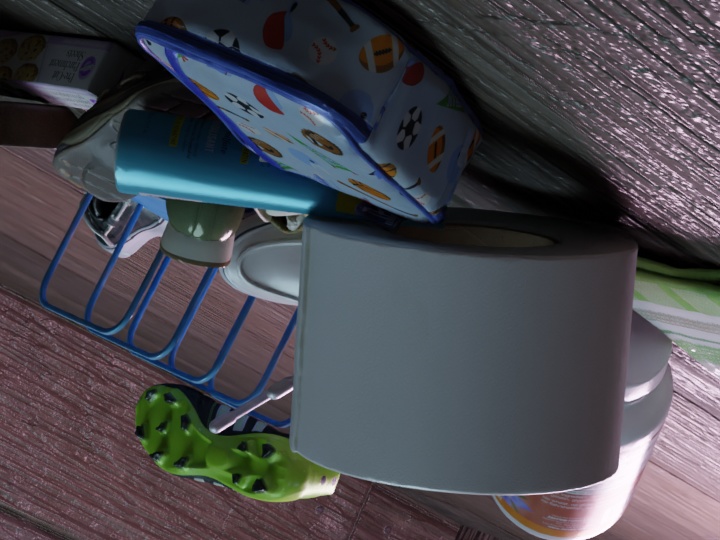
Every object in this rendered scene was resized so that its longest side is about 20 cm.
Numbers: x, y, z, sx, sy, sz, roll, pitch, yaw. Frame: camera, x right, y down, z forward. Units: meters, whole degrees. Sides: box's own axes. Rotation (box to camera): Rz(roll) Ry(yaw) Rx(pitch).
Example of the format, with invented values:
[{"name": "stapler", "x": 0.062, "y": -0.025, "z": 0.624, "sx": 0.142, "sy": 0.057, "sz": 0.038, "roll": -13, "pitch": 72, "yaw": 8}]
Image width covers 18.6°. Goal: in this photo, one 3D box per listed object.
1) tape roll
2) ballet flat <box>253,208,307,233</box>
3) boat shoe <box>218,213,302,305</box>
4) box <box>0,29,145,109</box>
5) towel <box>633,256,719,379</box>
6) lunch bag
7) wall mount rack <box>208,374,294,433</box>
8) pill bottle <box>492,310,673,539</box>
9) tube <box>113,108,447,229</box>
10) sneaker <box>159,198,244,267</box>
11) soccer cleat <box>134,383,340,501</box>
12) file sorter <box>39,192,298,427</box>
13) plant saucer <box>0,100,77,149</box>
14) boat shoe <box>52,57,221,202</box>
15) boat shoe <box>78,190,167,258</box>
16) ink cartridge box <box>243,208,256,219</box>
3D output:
[{"name": "tape roll", "x": 0.061, "y": 0.043, "z": 1.313, "sx": 0.202, "sy": 0.140, "sz": 0.203, "roll": 3, "pitch": -171, "yaw": -1}, {"name": "ballet flat", "x": -0.041, "y": -0.057, "z": 1.439, "sx": 0.071, "sy": 0.071, "sz": 0.200, "roll": 25, "pitch": 174, "yaw": -1}, {"name": "boat shoe", "x": 0.000, "y": 0.000, "z": 1.538, "sx": 0.199, "sy": 0.074, "sz": 0.065, "roll": 1, "pitch": -159, "yaw": -6}, {"name": "box", "x": -0.219, "y": -0.142, "z": 1.548, "sx": 0.039, "sy": 0.042, "sz": 0.200, "roll": 30, "pitch": 170, "yaw": -36}, {"name": "towel", "x": 0.252, "y": 0.040, "z": 1.406, "sx": 0.149, "sy": 0.031, "sz": 0.200, "roll": 12, "pitch": 163, "yaw": 45}, {"name": "lunch bag", "x": -0.028, "y": -0.096, "z": 1.195, "sx": 0.160, "sy": 0.076, "sz": 0.200, "roll": 22, "pitch": 169, "yaw": 25}, {"name": "wall mount rack", "x": -0.004, "y": 0.085, "z": 1.571, "sx": 0.173, "sy": 0.075, "sz": 0.200, "roll": 13, "pitch": 159, "yaw": -21}, {"name": "pill bottle", "x": 0.156, "y": 0.098, "z": 1.545, "sx": 0.112, "sy": 0.112, "sz": 0.200, "roll": 23, "pitch": 145, "yaw": 9}, {"name": "tube", "x": -0.045, "y": -0.059, "z": 1.315, "sx": 0.199, "sy": 0.078, "sz": 0.051, "roll": 7, "pitch": 134, "yaw": 4}, {"name": "sneaker", "x": -0.103, "y": -0.082, "z": 1.501, "sx": 0.067, "sy": 0.090, "sz": 0.200, "roll": 10, "pitch": -156, "yaw": -10}, {"name": "soccer cleat", "x": -0.100, "y": 0.139, "z": 1.716, "sx": 0.081, "sy": 0.068, "sz": 0.200, "roll": 15, "pitch": -176, "yaw": -46}, {"name": "file sorter", "x": -0.125, "y": 0.021, "z": 1.698, "sx": 0.200, "sy": 0.123, "sz": 0.139, "roll": 31, "pitch": 173, "yaw": -39}, {"name": "plant saucer", "x": -0.291, "y": -0.108, "z": 1.596, "sx": 0.199, "sy": 0.035, "sz": 0.200, "roll": 3, "pitch": -176, "yaw": 0}, {"name": "boat shoe", "x": -0.122, "y": -0.107, "z": 1.394, "sx": 0.200, "sy": 0.074, "sz": 0.074, "roll": -16, "pitch": 137, "yaw": 44}, {"name": "boat shoe", "x": -0.205, "y": -0.056, "z": 1.891, "sx": 0.068, "sy": 0.074, "sz": 0.199, "roll": 23, "pitch": 172, "yaw": -20}, {"name": "ink cartridge box", "x": -0.050, "y": -0.030, "z": 1.724, "sx": 0.200, "sy": 0.044, "sz": 0.094, "roll": 31, "pitch": 171, "yaw": -36}]
